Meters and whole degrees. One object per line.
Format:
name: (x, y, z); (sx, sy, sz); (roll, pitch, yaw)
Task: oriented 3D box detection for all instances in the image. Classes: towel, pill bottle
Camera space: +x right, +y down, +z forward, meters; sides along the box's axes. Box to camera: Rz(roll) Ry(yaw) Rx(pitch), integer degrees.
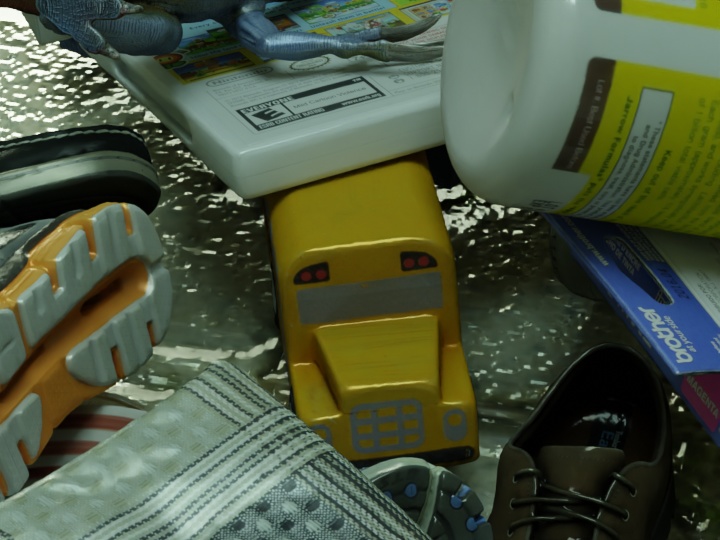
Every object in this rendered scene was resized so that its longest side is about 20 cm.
towel: (-0.055, 0.124, 0.861); (0.200, 0.035, 0.193); (-31, 57, -28)
pill bottle: (0.136, -0.064, 1.034); (0.199, 0.109, 0.109); (8, 38, -18)

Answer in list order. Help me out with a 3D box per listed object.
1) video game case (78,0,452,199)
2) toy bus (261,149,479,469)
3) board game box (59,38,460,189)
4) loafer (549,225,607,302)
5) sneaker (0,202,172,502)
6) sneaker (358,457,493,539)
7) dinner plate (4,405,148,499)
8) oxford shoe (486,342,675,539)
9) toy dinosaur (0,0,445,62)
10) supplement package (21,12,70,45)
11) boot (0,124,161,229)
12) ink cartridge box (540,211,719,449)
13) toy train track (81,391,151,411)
video game case: (0.010, -0.091, 1.167); (0.199, 0.023, 0.182); (-17, 28, -19)
toy bus: (0.000, 0.000, 1.097); (0.065, 0.079, 0.200); (-6, 26, -3)
board game box: (-0.013, -0.114, 1.277); (0.200, 0.035, 0.136); (22, 47, 25)
loafer: (0.111, -0.054, 1.179); (0.070, 0.070, 0.200); (12, 35, 21)
sneaker: (-0.144, 0.036, 1.009); (0.077, 0.079, 0.200); (-1, 18, 33)
sneaker: (-0.049, 0.132, 0.977); (0.200, 0.077, 0.085); (-33, 14, -11)
dinner plate: (-0.138, 0.107, 0.973); (0.200, 0.024, 0.200); (-16, 26, 8)
oxford shoe: (0.061, 0.101, 0.990); (0.072, 0.085, 0.200); (7, 44, 9)
toy dinosaur: (-0.067, -0.125, 1.116); (0.199, 0.105, 0.181); (-3, 1, 14)
supplement package: (-0.065, -0.194, 1.254); (0.199, 0.118, 0.117); (-17, 41, -17)
boot: (-0.175, -0.070, 1.133); (0.203, 0.073, 0.154); (-12, 68, 21)
ink cartridge box: (0.161, 0.014, 1.068); (0.199, 0.042, 0.119); (2, 35, -31)
toy train track: (-0.148, 0.065, 1.081); (0.114, 0.033, 0.200); (11, 44, 16)
